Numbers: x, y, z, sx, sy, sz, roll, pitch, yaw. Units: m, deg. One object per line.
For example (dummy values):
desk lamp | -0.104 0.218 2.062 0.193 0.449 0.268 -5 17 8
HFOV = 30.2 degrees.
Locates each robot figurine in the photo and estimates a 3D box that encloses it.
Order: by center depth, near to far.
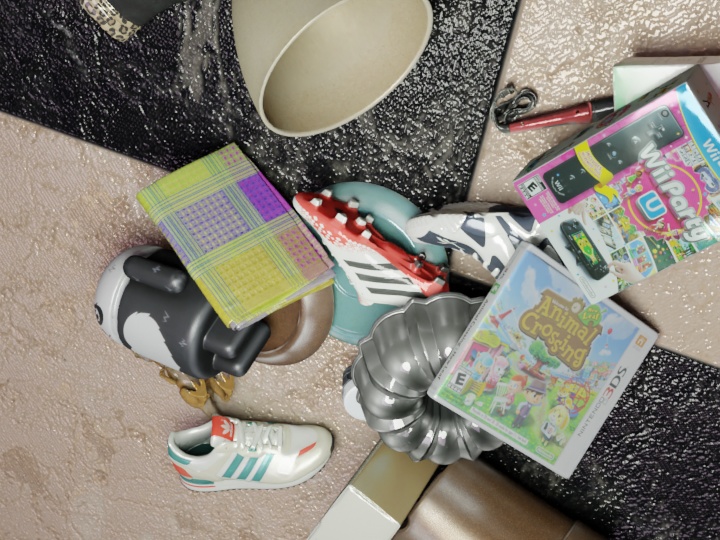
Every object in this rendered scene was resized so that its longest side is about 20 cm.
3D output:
robot figurine | -0.203 0.048 1.487 0.200 0.125 0.150 21 114 22

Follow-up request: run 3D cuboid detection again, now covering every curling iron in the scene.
curling iron | 0.223 -0.167 1.333 0.200 0.026 0.050 -2 114 21

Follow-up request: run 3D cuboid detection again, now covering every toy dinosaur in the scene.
toy dinosaur | -0.191 0.154 1.622 0.200 0.060 0.106 52 151 -10

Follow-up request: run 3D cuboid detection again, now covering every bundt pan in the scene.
bundt pan | 0.092 0.126 1.405 0.202 0.076 0.202 -2 122 -4

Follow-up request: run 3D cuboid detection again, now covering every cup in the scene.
cup | -0.050 -0.253 1.328 0.200 0.200 0.143 -49 64 30

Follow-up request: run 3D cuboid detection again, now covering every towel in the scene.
towel | -0.134 -0.036 1.441 0.200 0.144 0.023 52 152 16

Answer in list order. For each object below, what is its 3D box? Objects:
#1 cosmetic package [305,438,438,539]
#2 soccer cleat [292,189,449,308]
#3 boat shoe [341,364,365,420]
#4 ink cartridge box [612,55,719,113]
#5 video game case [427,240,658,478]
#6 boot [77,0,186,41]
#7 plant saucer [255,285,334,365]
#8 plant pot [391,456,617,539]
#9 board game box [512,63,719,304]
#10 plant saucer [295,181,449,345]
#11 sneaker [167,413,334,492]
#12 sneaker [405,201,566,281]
cosmetic package | 0.025 0.243 1.481 0.071 0.200 0.105 37 121 4
soccer cleat | 0.003 -0.011 1.432 0.200 0.069 0.085 33 115 0
boat shoe | 0.078 0.121 1.486 0.200 0.068 0.072 -7 123 1
ink cartridge box | 0.343 -0.122 1.262 0.200 0.050 0.161 4 114 28
video game case | 0.189 0.094 1.358 0.200 0.022 0.182 33 89 -27
boot | -0.253 -0.355 1.418 0.150 0.073 0.200 -30 104 29
plant saucer | -0.122 0.023 1.525 0.200 0.032 0.200 13 117 26
plant pot | 0.147 0.316 1.481 0.198 0.200 0.200 38 120 12
board game box | 0.267 -0.078 1.257 0.200 0.064 0.148 -31 97 33
plant saucer | 0.000 0.000 1.490 0.200 0.027 0.200 8 114 17
sneaker | -0.134 0.209 1.572 0.200 0.070 0.093 -9 140 12
sneaker | 0.147 -0.004 1.400 0.199 0.079 0.130 -2 102 11
